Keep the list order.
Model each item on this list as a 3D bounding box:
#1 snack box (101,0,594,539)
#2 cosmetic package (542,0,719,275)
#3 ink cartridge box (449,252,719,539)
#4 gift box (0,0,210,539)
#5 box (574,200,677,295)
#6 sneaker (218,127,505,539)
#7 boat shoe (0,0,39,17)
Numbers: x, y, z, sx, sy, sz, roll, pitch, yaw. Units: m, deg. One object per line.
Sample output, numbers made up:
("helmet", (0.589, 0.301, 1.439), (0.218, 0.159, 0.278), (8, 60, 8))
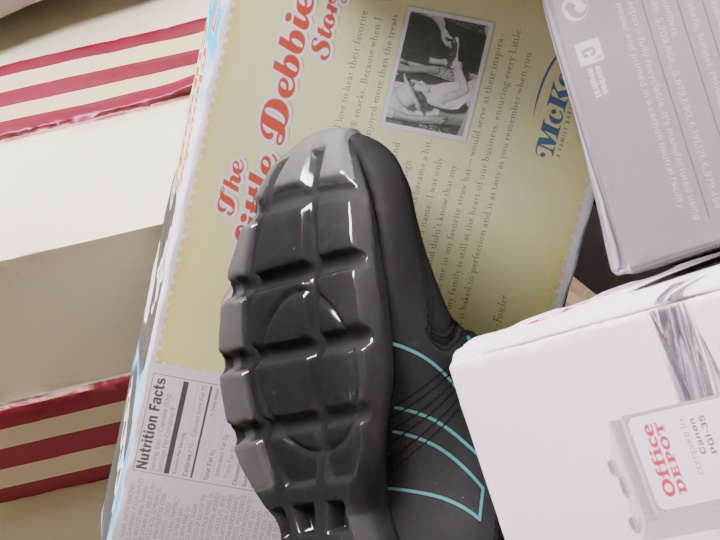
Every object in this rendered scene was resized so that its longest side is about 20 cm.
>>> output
("snack box", (0.000, 0.000, 0.837), (0.037, 0.116, 0.200), (-103, 25, -67))
("cosmetic package", (0.158, -0.068, 0.724), (0.200, 0.090, 0.107), (-15, -1, 26))
("ink cartridge box", (0.145, 0.023, 0.723), (0.146, 0.083, 0.200), (-18, 0, -42))
("gift box", (-0.098, 0.022, 0.974), (0.187, 0.200, 0.185), (-12, 35, 13))
("box", (0.145, -0.098, 0.911), (0.184, 0.105, 0.200), (-33, 31, 31))
("sneaker", (0.014, 0.060, 0.793), (0.079, 0.200, 0.075), (-6, -3, -35))
("boat shoe", (-0.103, -0.136, 0.948), (0.200, 0.075, 0.093), (-18, 42, 4))
